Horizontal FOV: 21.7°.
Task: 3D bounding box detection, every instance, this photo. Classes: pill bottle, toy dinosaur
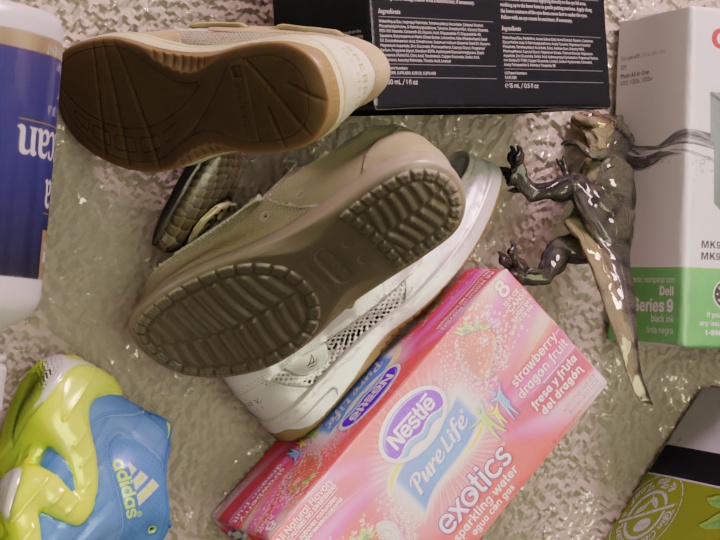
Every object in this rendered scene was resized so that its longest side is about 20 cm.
[{"bbox_3d":[-0.210,-0.032,0.934,0.110,0.111,0.202,5,89,-23],"label":"pill bottle"},{"bbox_3d":[0.122,-0.023,1.066,0.088,0.048,0.201,9,58,-16],"label":"toy dinosaur"}]

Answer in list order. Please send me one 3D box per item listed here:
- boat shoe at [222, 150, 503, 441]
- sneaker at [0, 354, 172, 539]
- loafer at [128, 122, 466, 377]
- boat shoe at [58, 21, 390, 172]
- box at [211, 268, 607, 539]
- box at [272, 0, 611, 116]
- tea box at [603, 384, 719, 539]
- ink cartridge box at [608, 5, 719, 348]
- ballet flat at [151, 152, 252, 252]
[{"bbox_3d":[0.000,0.000,1.046,0.069,0.071,0.200,44,76,-17],"label":"boat shoe"},{"bbox_3d":[-0.154,0.150,0.979,0.105,0.076,0.201,24,80,-22],"label":"sneaker"},{"bbox_3d":[-0.033,-0.011,0.990,0.199,0.068,0.076,-27,122,16],"label":"loafer"},{"bbox_3d":[-0.075,-0.094,0.962,0.065,0.199,0.073,-26,110,-47],"label":"boat shoe"},{"bbox_3d":[0.027,0.100,1.041,0.095,0.103,0.200,47,75,-17],"label":"box"},{"bbox_3d":[0.047,-0.156,1.026,0.199,0.079,0.142,-5,95,-46],"label":"box"},{"bbox_3d":[0.245,0.187,1.081,0.133,0.200,0.197,40,75,-19],"label":"tea box"},{"bbox_3d":[0.233,-0.053,1.137,0.145,0.084,0.202,1,89,-24],"label":"ink cartridge box"},{"bbox_3d":[-0.047,-0.086,1.030,0.046,0.067,0.201,37,70,-10],"label":"ballet flat"}]
